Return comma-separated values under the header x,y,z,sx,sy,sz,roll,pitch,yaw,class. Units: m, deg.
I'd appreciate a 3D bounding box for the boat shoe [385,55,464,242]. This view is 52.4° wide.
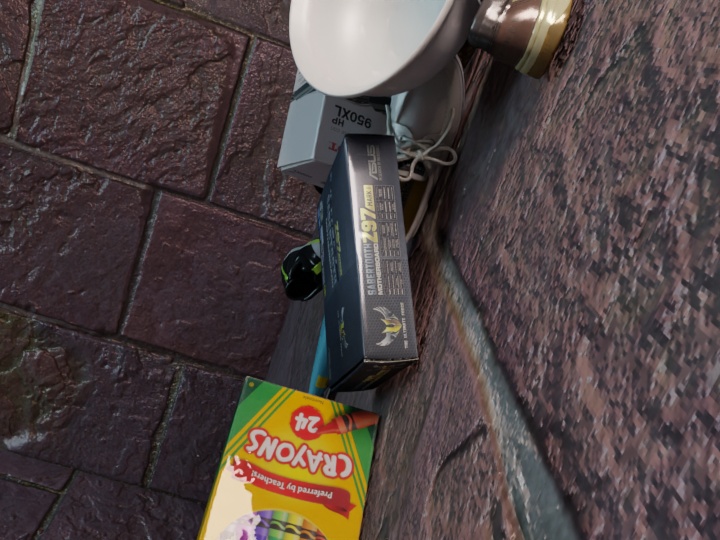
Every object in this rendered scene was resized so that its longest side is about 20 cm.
x,y,z,sx,sy,sz,roll,pitch,yaw,class
0.049,-0.107,0.690,0.086,0.074,0.203,-84,11,-60,boat shoe

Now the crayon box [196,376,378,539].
x,y,z,sx,sy,sz,roll,pitch,yaw,class
-0.063,0.200,0.606,0.051,0.126,0.201,117,167,-53,crayon box

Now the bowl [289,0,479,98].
x,y,z,sx,sy,sz,roll,pitch,yaw,class
0.037,-0.231,0.618,0.200,0.090,0.203,-13,71,43,bowl

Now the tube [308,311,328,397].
x,y,z,sx,sy,sz,roll,pitch,yaw,class
-0.037,0.097,0.973,0.077,0.050,0.201,-31,-39,-66,tube

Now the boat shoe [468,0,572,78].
x,y,z,sx,sy,sz,roll,pitch,yaw,class
0.109,-0.213,0.511,0.201,0.064,0.073,-79,10,-45,boat shoe

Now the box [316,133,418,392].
x,y,z,sx,sy,sz,roll,pitch,yaw,class
0.000,0.000,0.670,0.158,0.051,0.202,128,139,-68,box

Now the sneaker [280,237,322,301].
x,y,z,sx,sy,sz,roll,pitch,yaw,class
-0.084,0.007,1.024,0.083,0.072,0.200,-45,3,-29,sneaker

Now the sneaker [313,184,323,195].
x,y,z,sx,sy,sz,roll,pitch,yaw,class
-0.009,-0.160,0.880,0.115,0.075,0.202,-32,-64,-51,sneaker

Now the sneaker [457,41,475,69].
x,y,z,sx,sy,sz,roll,pitch,yaw,class
0.073,-0.250,0.718,0.067,0.090,0.201,-32,-19,-39,sneaker

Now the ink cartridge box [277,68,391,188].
x,y,z,sx,sy,sz,roll,pitch,yaw,class
0.005,-0.188,0.812,0.084,0.144,0.202,-1,76,56,ink cartridge box
